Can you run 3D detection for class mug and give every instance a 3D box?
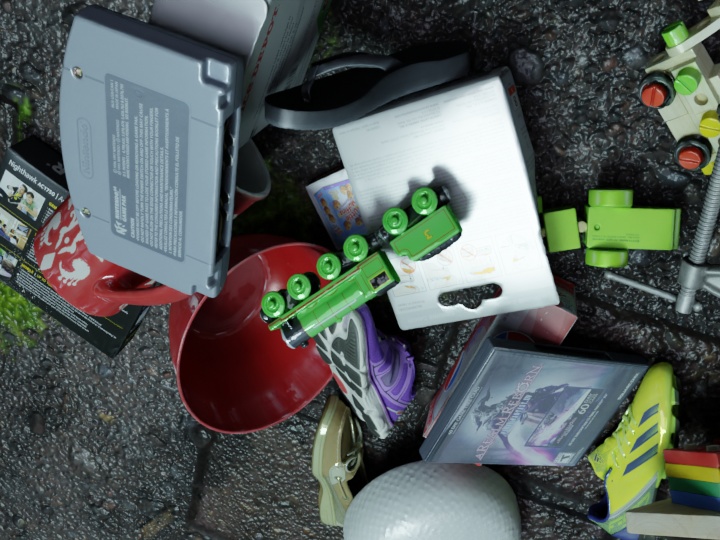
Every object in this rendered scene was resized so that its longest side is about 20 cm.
[{"bbox_3d":[-0.197,-0.049,0.733,0.199,0.179,0.133,-38,113,19],"label":"mug"}]

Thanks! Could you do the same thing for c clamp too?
[{"bbox_3d":[0.288,-0.045,0.614,0.168,0.027,0.204,26,124,25],"label":"c clamp"}]

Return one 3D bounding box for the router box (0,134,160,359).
[{"bbox_3d":[-0.308,-0.022,0.876,0.198,0.051,0.150,36,117,-4],"label":"router box"}]

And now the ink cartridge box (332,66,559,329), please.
[{"bbox_3d":[0.081,-0.058,0.722,0.159,0.050,0.204,-11,111,26],"label":"ink cartridge box"}]

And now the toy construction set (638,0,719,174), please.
[{"bbox_3d":[0.298,-0.141,0.633,0.130,0.092,0.203,-17,103,48],"label":"toy construction set"}]

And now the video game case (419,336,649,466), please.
[{"bbox_3d":[0.167,0.131,0.780,0.196,0.019,0.145,8,123,-31],"label":"video game case"}]

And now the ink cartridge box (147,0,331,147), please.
[{"bbox_3d":[-0.094,-0.188,0.654,0.083,0.201,0.148,27,119,1],"label":"ink cartridge box"}]

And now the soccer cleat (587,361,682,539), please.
[{"bbox_3d":[0.270,0.182,0.815,0.082,0.065,0.205,13,116,23],"label":"soccer cleat"}]

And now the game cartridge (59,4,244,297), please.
[{"bbox_3d":[-0.153,-0.081,0.591,0.131,0.041,0.203,19,130,7],"label":"game cartridge"}]

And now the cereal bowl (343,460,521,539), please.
[{"bbox_3d":[0.081,0.299,0.874,0.195,0.084,0.204,-3,125,-5],"label":"cereal bowl"}]

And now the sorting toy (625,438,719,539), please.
[{"bbox_3d":[0.362,0.179,0.705,0.197,0.197,0.071,-16,76,49],"label":"sorting toy"}]

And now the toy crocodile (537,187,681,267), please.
[{"bbox_3d":[0.185,-0.038,0.735,0.195,0.062,0.069,-3,99,11],"label":"toy crocodile"}]

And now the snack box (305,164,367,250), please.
[{"bbox_3d":[0.047,-0.087,0.765,0.197,0.024,0.073,-22,107,23],"label":"snack box"}]

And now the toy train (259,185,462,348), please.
[{"bbox_3d":[0.000,0.000,0.698,0.198,0.042,0.057,-34,84,13],"label":"toy train"}]

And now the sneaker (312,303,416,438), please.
[{"bbox_3d":[0.011,0.082,0.803,0.080,0.083,0.202,39,161,33],"label":"sneaker"}]

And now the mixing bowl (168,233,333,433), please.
[{"bbox_3d":[-0.111,0.043,0.797,0.108,0.197,0.204,36,129,42],"label":"mixing bowl"}]

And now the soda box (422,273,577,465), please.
[{"bbox_3d":[0.136,0.092,0.805,0.069,0.064,0.203,26,120,-1],"label":"soda box"}]

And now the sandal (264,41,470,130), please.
[{"bbox_3d":[0.003,-0.162,0.664,0.076,0.198,0.044,28,136,46],"label":"sandal"}]

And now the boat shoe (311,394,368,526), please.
[{"bbox_3d":[-0.014,0.212,0.886,0.062,0.074,0.204,8,130,11],"label":"boat shoe"}]
